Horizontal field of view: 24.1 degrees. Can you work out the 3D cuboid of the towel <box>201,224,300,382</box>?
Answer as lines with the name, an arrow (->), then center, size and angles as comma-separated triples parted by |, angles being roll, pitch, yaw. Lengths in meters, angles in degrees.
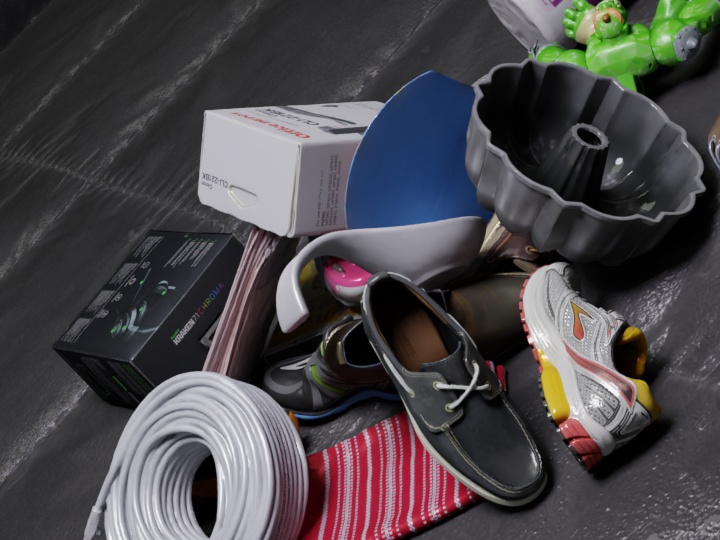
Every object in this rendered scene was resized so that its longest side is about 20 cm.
towel -> -0.095, 0.028, 1.546 | 0.200, 0.032, 0.192 | -54, -15, -75

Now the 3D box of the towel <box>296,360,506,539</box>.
towel -> 0.031, 0.160, 1.346 | 0.199, 0.023, 0.145 | -30, 29, 23

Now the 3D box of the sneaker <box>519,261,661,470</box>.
sneaker -> 0.174, 0.062, 1.253 | 0.082, 0.078, 0.201 | -28, 37, 13

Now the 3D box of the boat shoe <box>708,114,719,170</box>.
boat shoe -> 0.313, -0.099, 1.310 | 0.072, 0.072, 0.200 | -30, 18, 33

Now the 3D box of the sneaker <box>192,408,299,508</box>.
sneaker -> -0.138, 0.165, 1.516 | 0.199, 0.076, 0.092 | -30, 24, 21

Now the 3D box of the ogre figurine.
ogre figurine -> 0.245, -0.206, 1.534 | 0.198, 0.099, 0.120 | 3, 27, 13

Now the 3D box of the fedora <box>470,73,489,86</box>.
fedora -> 0.124, -0.120, 1.544 | 0.177, 0.091, 0.200 | -42, 20, -10

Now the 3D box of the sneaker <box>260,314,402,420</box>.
sneaker -> -0.014, 0.077, 1.464 | 0.199, 0.083, 0.071 | -15, 36, 43

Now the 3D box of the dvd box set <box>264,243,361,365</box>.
dvd box set -> -0.006, 0.003, 1.625 | 0.146, 0.029, 0.201 | -21, 33, 34

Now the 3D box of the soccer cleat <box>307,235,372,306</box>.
soccer cleat -> 0.000, 0.000, 1.492 | 0.069, 0.087, 0.200 | -17, 21, -4

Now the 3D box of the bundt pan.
bundt pan -> 0.171, -0.079, 1.353 | 0.203, 0.200, 0.076 | -79, 10, -52

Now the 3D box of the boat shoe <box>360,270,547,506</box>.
boat shoe -> 0.065, 0.086, 1.238 | 0.072, 0.201, 0.068 | -33, -17, -12

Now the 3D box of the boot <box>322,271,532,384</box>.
boot -> 0.067, 0.048, 1.337 | 0.198, 0.075, 0.097 | -18, -3, -1

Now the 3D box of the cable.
cable -> -0.129, 0.186, 1.387 | 0.199, 0.069, 0.202 | 21, 94, 42

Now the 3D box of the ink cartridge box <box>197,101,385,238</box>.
ink cartridge box -> -0.022, -0.092, 1.474 | 0.199, 0.085, 0.144 | -9, 21, -39

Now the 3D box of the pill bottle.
pill bottle -> 0.229, -0.315, 1.694 | 0.200, 0.112, 0.112 | -44, 26, -5

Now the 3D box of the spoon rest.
spoon rest -> 0.016, -0.008, 1.338 | 0.199, 0.061, 0.099 | -17, -14, -35

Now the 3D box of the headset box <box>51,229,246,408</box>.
headset box -> -0.196, 0.051, 1.742 | 0.199, 0.093, 0.175 | 2, 49, 55

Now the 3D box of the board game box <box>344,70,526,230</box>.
board game box -> 0.062, -0.083, 1.418 | 0.039, 0.199, 0.159 | 32, 103, 49

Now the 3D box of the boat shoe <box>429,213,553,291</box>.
boat shoe -> 0.134, -0.008, 1.423 | 0.200, 0.072, 0.072 | -39, 49, -11
